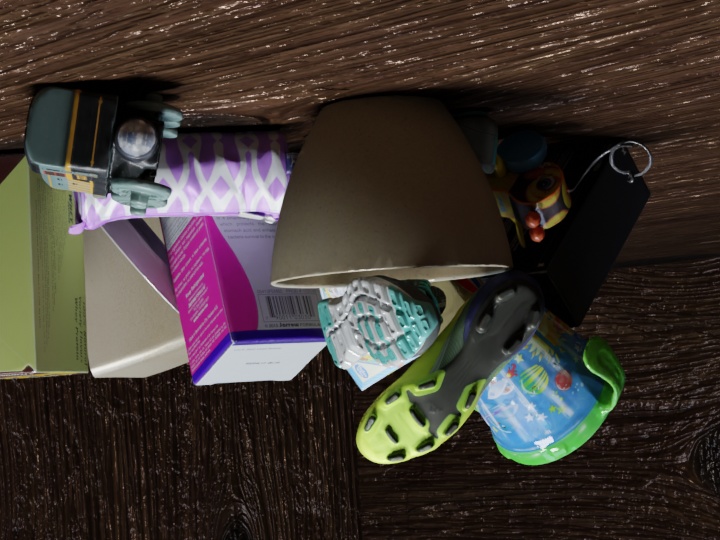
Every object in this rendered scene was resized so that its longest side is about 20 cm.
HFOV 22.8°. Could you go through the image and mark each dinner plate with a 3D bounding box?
[{"bbox_3d":[-0.212,-0.028,1.711,0.024,0.200,0.200,-41,174,2],"label":"dinner plate"}]

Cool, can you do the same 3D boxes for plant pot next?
[{"bbox_3d":[-0.196,0.003,1.944,0.176,0.201,0.200,-11,175,9],"label":"plant pot"}]

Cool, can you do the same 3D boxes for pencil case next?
[{"bbox_3d":[-0.155,-0.077,1.553,0.199,0.086,0.084,-2,173,-10],"label":"pencil case"}]

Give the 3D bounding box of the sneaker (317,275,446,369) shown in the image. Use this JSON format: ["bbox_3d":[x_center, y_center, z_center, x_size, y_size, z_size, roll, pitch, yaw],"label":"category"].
[{"bbox_3d":[0.033,0.031,1.447,0.091,0.078,0.200,-19,-176,-18],"label":"sneaker"}]

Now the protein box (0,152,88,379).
[{"bbox_3d":[-0.347,0.003,1.683,0.134,0.200,0.200,-3,177,5],"label":"protein box"}]

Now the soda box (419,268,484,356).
[{"bbox_3d":[0.058,0.009,1.604,0.064,0.200,0.068,16,123,-48],"label":"soda box"}]

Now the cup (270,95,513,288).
[{"bbox_3d":[0.022,-0.065,1.466,0.199,0.144,0.200,-3,176,0],"label":"cup"}]

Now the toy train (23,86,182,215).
[{"bbox_3d":[-0.198,-0.094,1.367,0.113,0.086,0.200,9,176,-8],"label":"toy train"}]

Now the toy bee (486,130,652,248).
[{"bbox_3d":[0.150,-0.079,1.647,0.199,0.109,0.131,-18,123,42],"label":"toy bee"}]

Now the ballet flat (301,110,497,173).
[{"bbox_3d":[0.031,-0.097,1.580,0.199,0.064,0.067,-6,176,33],"label":"ballet flat"}]

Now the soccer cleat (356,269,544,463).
[{"bbox_3d":[0.076,0.081,1.465,0.200,0.065,0.084,-47,-174,7],"label":"soccer cleat"}]

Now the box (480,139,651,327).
[{"bbox_3d":[0.183,-0.032,1.773,0.141,0.079,0.200,-10,-145,43],"label":"box"}]

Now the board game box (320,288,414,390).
[{"bbox_3d":[0.000,0.000,1.729,0.134,0.201,0.034,-31,-172,24],"label":"board game box"}]

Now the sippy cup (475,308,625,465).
[{"bbox_3d":[0.149,0.088,1.652,0.177,0.140,0.130,-33,123,18],"label":"sippy cup"}]

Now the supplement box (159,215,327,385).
[{"bbox_3d":[-0.110,-0.007,1.637,0.101,0.201,0.103,-1,155,-29],"label":"supplement box"}]
